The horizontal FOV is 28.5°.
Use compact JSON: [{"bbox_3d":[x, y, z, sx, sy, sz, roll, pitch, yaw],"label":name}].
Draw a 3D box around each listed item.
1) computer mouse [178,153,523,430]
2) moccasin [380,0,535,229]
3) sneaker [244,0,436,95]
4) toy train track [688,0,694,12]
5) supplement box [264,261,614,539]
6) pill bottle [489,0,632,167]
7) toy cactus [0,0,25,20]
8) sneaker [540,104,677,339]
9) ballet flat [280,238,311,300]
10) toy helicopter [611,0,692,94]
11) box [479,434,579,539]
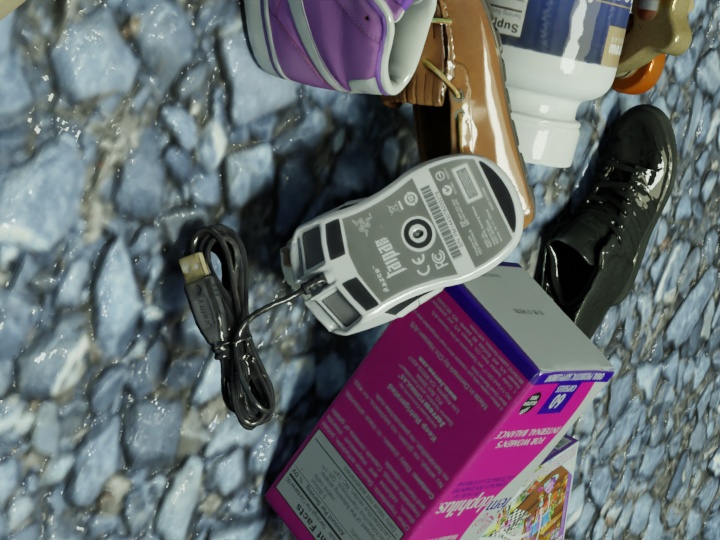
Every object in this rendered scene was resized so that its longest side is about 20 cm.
[{"bbox_3d":[0.000,0.000,0.790,0.198,0.111,0.044,-23,173,-15],"label":"computer mouse"},{"bbox_3d":[0.042,-0.110,0.836,0.077,0.074,0.204,-19,107,-17],"label":"moccasin"},{"bbox_3d":[-0.013,-0.181,0.716,0.073,0.113,0.202,-43,135,-30],"label":"sneaker"},{"bbox_3d":[0.221,-0.287,1.056,0.114,0.032,0.202,-34,126,-31],"label":"toy train track"},{"bbox_3d":[0.047,0.102,0.881,0.101,0.104,0.201,3,129,-54],"label":"supplement box"},{"bbox_3d":[0.116,-0.173,0.894,0.110,0.110,0.203,-3,109,-52],"label":"pill bottle"},{"bbox_3d":[-0.120,-0.183,0.609,0.165,0.102,0.200,-47,145,0],"label":"toy cactus"},{"bbox_3d":[0.187,-0.029,1.103,0.104,0.059,0.203,-10,117,-56],"label":"sneaker"},{"bbox_3d":[0.021,-0.009,0.889,0.199,0.071,0.073,-25,126,-43],"label":"ballet flat"},{"bbox_3d":[0.204,-0.211,0.941,0.078,0.199,0.134,3,70,-42],"label":"toy helicopter"},{"bbox_3d":[0.098,0.220,1.117,0.199,0.039,0.139,-20,122,-48],"label":"box"}]
